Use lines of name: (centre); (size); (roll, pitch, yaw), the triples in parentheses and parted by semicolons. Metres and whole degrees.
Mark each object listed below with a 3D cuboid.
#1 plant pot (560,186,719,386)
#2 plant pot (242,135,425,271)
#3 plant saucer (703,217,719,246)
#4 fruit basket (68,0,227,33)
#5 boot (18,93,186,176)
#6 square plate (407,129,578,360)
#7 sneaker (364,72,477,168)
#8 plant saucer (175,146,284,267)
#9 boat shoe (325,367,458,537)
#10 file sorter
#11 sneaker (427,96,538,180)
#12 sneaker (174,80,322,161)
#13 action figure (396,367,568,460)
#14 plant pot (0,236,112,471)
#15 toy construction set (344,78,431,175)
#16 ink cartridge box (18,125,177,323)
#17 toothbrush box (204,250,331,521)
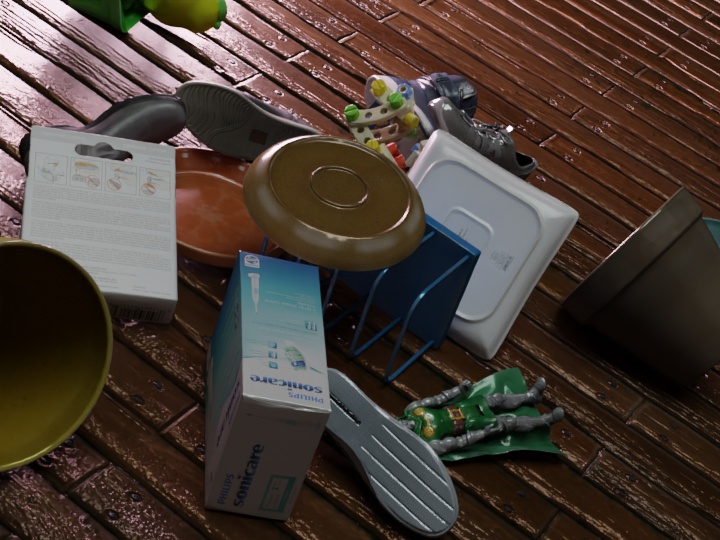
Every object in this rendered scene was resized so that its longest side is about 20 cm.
plant pot: (0.361, 0.033, 1.595); (0.174, 0.200, 0.199); (48, 40, 7)
plant pot: (-0.023, -0.079, 1.419); (0.197, 0.028, 0.202); (11, 42, -10)
plant saucer: (0.494, 0.006, 1.810); (0.197, 0.036, 0.201); (14, 37, -11)
fruit basket: (-0.277, -0.406, 1.849); (0.212, 0.157, 0.217); (1, 32, 0)
boot: (-0.271, -0.113, 1.498); (0.198, 0.070, 0.132); (-21, 49, -8)
square plate: (0.116, -0.034, 1.547); (0.197, 0.201, 0.028); (32, -7, 13)
sneaker: (0.108, -0.199, 1.832); (0.144, 0.078, 0.203); (-2, 41, -26)
plant saucer: (-0.170, -0.069, 1.551); (0.197, 0.033, 0.201); (14, 36, -10)
boat shoe: (0.023, 0.172, 1.312); (0.200, 0.072, 0.062); (48, -3, 15)
file sorter: (0.000, 0.000, 1.463); (0.199, 0.140, 0.122); (35, 40, 18)
sneaker: (0.154, -0.169, 1.733); (0.200, 0.082, 0.075); (38, 23, -47)
sneaker: (-0.142, -0.179, 1.655); (0.198, 0.075, 0.106); (23, 11, -23)
action figure: (0.113, 0.153, 1.401); (0.198, 0.055, 0.119); (-7, 48, -29)
plant pot: (-0.336, 0.056, 1.188); (0.198, 0.203, 0.141); (-8, 19, -36)
toy construction set: (0.041, -0.149, 1.681); (0.130, 0.093, 0.201); (-28, 39, -3)
ink cartridge box: (-0.271, -0.048, 1.414); (0.160, 0.057, 0.202); (8, 50, -19)
toothbrush box: (-0.091, 0.105, 1.267); (0.084, 0.148, 0.201); (12, 36, -14)
